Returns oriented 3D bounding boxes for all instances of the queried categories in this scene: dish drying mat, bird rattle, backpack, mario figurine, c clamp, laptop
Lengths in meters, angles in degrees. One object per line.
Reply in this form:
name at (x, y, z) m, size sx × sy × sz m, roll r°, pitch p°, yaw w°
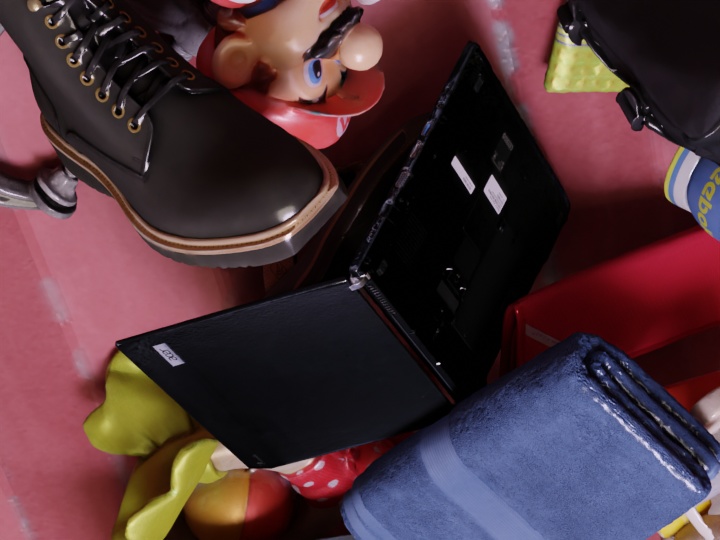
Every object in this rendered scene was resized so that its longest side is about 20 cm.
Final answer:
dish drying mat at (0.164, 0.011, 1.240) m, size 0.199 × 0.018 × 0.077 m, roll -19°, pitch 136°, yaw -19°
bird rattle at (-0.058, 0.110, 1.332) m, size 0.199 × 0.113 × 0.163 m, roll -3°, pitch 147°, yaw -22°
backpack at (0.206, -0.098, 1.071) m, size 0.154 × 0.163 × 0.200 m, roll -43°, pitch 132°, yaw 12°
mario figurine at (-0.021, -0.141, 1.057) m, size 0.123 × 0.106 × 0.201 m, roll -18°, pitch 128°, yaw -14°
c clamp at (-0.132, -0.089, 1.155) m, size 0.171 × 0.027 × 0.200 m, roll 33°, pitch 122°, yaw -32°
laptop at (0.000, 0.000, 1.174) m, size 0.103 × 0.201 × 0.177 m, roll 20°, pitch 165°, yaw 28°

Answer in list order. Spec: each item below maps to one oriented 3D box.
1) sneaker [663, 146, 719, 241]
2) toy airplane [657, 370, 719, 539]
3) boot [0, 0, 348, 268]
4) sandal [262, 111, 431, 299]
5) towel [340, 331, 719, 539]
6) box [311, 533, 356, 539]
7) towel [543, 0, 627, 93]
sneaker at (0.250, -0.032, 1.193) m, size 0.199 × 0.082 × 0.074 m, roll -3°, pitch 124°, yaw -29°
toy airplane at (0.192, 0.106, 1.293) m, size 0.199 × 0.142 × 0.199 m, roll 2°, pitch 155°, yaw -40°
boot at (-0.103, -0.085, 1.031) m, size 0.077 × 0.199 × 0.139 m, roll -46°, pitch 132°, yaw -21°
sandal at (-0.020, -0.015, 1.219) m, size 0.082 × 0.055 × 0.200 m, roll -25°, pitch 159°, yaw -46°
towel at (0.084, 0.108, 1.202) m, size 0.112 × 0.049 × 0.200 m, roll 43°, pitch 134°, yaw -10°
box at (-0.046, 0.189, 1.363) m, size 0.199 × 0.046 × 0.159 m, roll -9°, pitch 167°, yaw 3°
towel at (0.178, -0.155, 1.130) m, size 0.143 × 0.023 × 0.201 m, roll 8°, pitch 132°, yaw -15°
